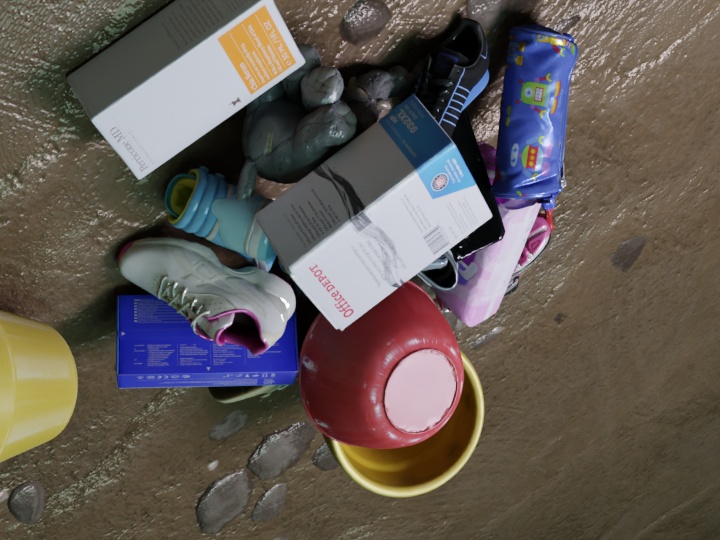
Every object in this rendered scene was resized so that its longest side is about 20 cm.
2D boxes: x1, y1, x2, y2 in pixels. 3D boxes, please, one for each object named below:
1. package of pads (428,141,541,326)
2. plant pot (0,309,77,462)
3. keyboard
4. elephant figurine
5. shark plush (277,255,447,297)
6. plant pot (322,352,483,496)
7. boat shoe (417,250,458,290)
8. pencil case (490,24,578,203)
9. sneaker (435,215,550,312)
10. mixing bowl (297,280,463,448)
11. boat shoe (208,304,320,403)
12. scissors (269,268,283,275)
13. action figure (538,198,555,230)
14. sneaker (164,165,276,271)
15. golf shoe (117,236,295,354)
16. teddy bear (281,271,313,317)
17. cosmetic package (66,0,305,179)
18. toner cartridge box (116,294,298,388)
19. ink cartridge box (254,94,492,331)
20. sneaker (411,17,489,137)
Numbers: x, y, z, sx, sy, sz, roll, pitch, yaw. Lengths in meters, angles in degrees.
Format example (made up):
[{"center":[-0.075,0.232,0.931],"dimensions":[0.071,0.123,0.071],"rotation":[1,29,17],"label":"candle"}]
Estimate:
[{"center":[0.142,-0.043,1.556],"dimensions":[0.075,0.120,0.202],"rotation":[-21,143,-37],"label":"package of pads"},{"center":[-0.388,0.116,1.248],"dimensions":[0.201,0.201,0.188],"rotation":[-50,156,19],"label":"plant pot"},{"center":[0.091,-0.112,1.442],"dimensions":[0.103,0.040,0.203],"rotation":[-24,102,-21],"label":"keyboard"},{"center":[-0.031,-0.145,1.310],"dimensions":[0.153,0.144,0.199],"rotation":[-16,167,22],"label":"elephant figurine"},{"center":[0.000,0.000,1.425],"dimensions":[0.197,0.083,0.092],"rotation":[14,88,-16],"label":"shark plush"},{"center":[0.032,0.156,1.587],"dimensions":[0.198,0.189,0.204],"rotation":[-3,102,-16],"label":"plant pot"},{"center":[0.060,-0.057,1.478],"dimensions":[0.072,0.062,0.201],"rotation":[-33,120,1],"label":"boat shoe"},{"center":[0.198,-0.174,1.422],"dimensions":[0.078,0.086,0.203],"rotation":[-24,120,-71],"label":"pencil case"},{"center":[0.185,-0.013,1.656],"dimensions":[0.087,0.074,0.200],"rotation":[-7,153,-46],"label":"sneaker"},{"center":[0.040,0.118,1.395],"dimensions":[0.198,0.108,0.203],"rotation":[-9,108,-27],"label":"mixing bowl"},{"center":[-0.083,0.099,1.464],"dimensions":[0.199,0.074,0.063],"rotation":[-33,145,0],"label":"boat shoe"},{"center":[-0.023,-0.027,1.533],"dimensions":[0.198,0.014,0.074],"rotation":[-6,142,-32],"label":"scissors"},{"center":[0.219,-0.121,1.599],"dimensions":[0.065,0.052,0.201],"rotation":[-28,144,-18],"label":"action figure"},{"center":[-0.143,-0.060,1.353],"dimensions":[0.200,0.129,0.080],"rotation":[109,4,-82],"label":"sneaker"},{"center":[-0.169,0.026,1.340],"dimensions":[0.197,0.092,0.076],"rotation":[18,133,-2],"label":"golf shoe"},{"center":[-0.114,0.042,1.497],"dimensions":[0.197,0.067,0.146],"rotation":[-9,132,-20],"label":"teddy bear"},{"center":[-0.162,-0.189,1.187],"dimensions":[0.199,0.072,0.102],"rotation":[-35,144,-1],"label":"cosmetic package"},{"center":[-0.170,0.077,1.394],"dimensions":[0.197,0.096,0.043],"rotation":[0,154,-9],"label":"toner cartridge box"},{"center":[0.015,-0.054,1.254],"dimensions":[0.199,0.084,0.145],"rotation":[-37,146,1],"label":"ink cartridge box"},{"center":[0.079,-0.184,1.349],"dimensions":[0.201,0.069,0.078],"rotation":[-60,156,-28],"label":"sneaker"}]
